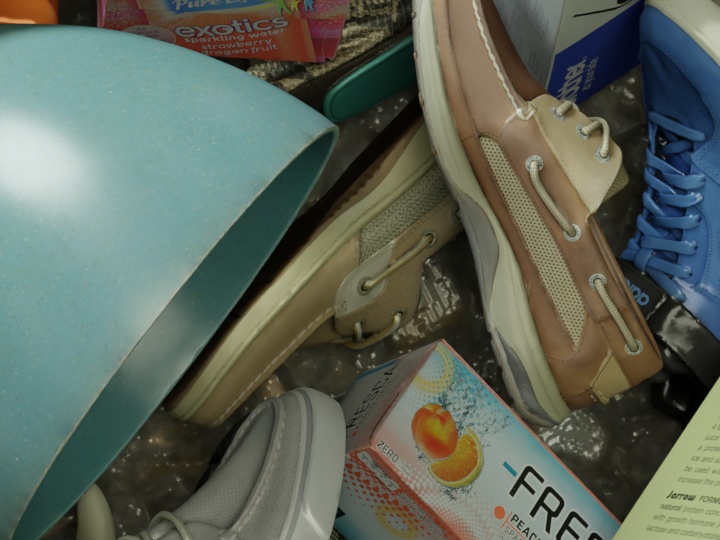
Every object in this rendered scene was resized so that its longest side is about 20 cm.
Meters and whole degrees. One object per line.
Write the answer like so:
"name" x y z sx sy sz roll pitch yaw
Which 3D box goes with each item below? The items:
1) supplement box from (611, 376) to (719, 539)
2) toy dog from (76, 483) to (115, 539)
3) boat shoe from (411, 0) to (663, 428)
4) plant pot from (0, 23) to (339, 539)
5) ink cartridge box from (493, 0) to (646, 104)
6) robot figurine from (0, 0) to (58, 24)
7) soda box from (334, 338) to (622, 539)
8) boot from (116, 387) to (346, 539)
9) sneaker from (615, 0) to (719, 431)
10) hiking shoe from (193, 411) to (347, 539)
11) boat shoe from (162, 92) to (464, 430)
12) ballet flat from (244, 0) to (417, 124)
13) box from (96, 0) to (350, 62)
"supplement box" 0.216 0.113 1.063 0.134 0.200 0.200 45 69 -23
"toy dog" -0.208 0.084 1.102 0.193 0.140 0.201 -26 87 -11
"boat shoe" 0.072 -0.039 1.129 0.071 0.076 0.201 -15 103 10
"plant pot" -0.121 -0.013 1.043 0.134 0.200 0.200 37 80 4
"ink cartridge box" 0.104 -0.132 1.140 0.094 0.200 0.044 -34 76 -11
"robot figurine" -0.222 -0.104 1.128 0.198 0.117 0.145 6 83 -7
"soda box" 0.067 0.124 1.150 0.200 0.068 0.064 47 55 -13
"boot" -0.078 0.120 1.070 0.095 0.073 0.201 30 65 -21
"sneaker" 0.135 -0.015 1.168 0.111 0.077 0.201 -34 127 -9
"hiking shoe" -0.037 0.164 1.150 0.100 0.076 0.201 17 81 -4
"boat shoe" 0.000 0.000 1.178 0.065 0.072 0.200 47 73 -11
"ballet flat" -0.035 -0.078 1.190 0.200 0.068 0.075 -40 69 -16
"box" -0.054 -0.195 1.149 0.102 0.095 0.201 3 65 -9
